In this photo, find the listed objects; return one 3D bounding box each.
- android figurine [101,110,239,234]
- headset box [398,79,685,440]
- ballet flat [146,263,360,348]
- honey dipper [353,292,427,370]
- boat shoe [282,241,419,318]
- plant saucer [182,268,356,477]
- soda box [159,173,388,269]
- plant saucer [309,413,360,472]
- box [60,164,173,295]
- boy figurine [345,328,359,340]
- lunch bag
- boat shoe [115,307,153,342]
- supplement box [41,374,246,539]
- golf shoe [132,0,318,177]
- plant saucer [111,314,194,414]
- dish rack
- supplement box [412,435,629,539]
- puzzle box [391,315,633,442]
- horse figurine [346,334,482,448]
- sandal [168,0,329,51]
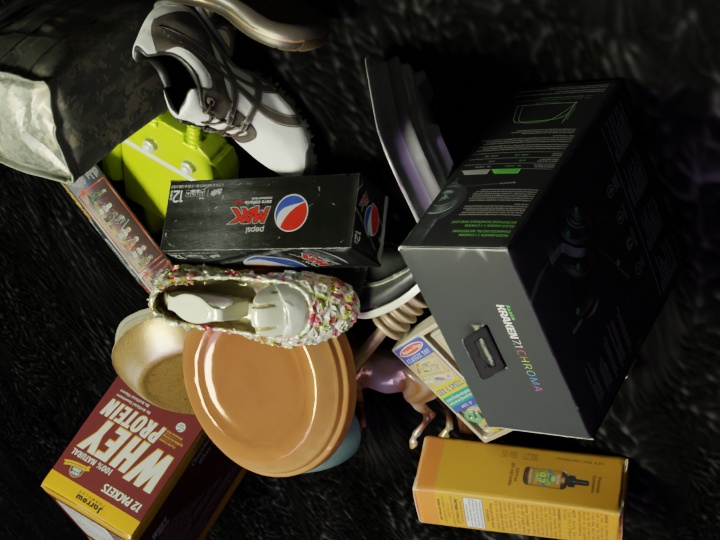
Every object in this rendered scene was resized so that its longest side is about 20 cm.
[{"bbox_3d":[-0.179,-0.091,1.225,0.181,0.041,0.201,31,147,12],"label":"android figurine"},{"bbox_3d":[0.134,-0.005,0.882,0.092,0.201,0.175,2,133,40],"label":"headset box"},{"bbox_3d":[-0.100,0.035,1.103,0.197,0.064,0.077,2,102,19],"label":"ballet flat"},{"bbox_3d":[-0.008,0.093,1.176,0.038,0.038,0.201,38,109,-1],"label":"honey dipper"},{"bbox_3d":[0.000,0.000,1.132,0.199,0.072,0.068,-11,124,52],"label":"boat shoe"},{"bbox_3d":[-0.095,0.100,1.176,0.198,0.037,0.203,7,104,31],"label":"plant saucer"},{"bbox_3d":[-0.078,-0.041,1.105,0.198,0.072,0.063,0,165,28],"label":"soda box"},{"bbox_3d":[-0.096,0.148,1.272,0.198,0.036,0.201,18,141,15],"label":"plant saucer"},{"bbox_3d":[-0.267,-0.067,1.287,0.201,0.040,0.137,56,169,-23],"label":"box"},{"bbox_3d":[-0.055,0.084,1.278,0.123,0.065,0.201,-5,138,9],"label":"boy figurine"},{"bbox_3d":[-0.284,-0.178,1.101,0.198,0.164,0.119,15,131,28],"label":"lunch bag"},{"bbox_3d":[-0.195,0.065,1.404,0.199,0.073,0.059,-20,157,39],"label":"boat shoe"},{"bbox_3d":[-0.250,0.243,1.512,0.132,0.198,0.201,25,156,19],"label":"supplement box"},{"bbox_3d":[-0.119,-0.140,1.063,0.077,0.095,0.200,-16,121,49],"label":"golf shoe"},{"bbox_3d":[-0.169,0.107,1.347,0.197,0.036,0.201,-5,146,-3],"label":"plant saucer"},{"bbox_3d":[0.064,-0.061,0.949,0.043,0.172,0.201,-22,122,11],"label":"dish rack"},{"bbox_3d":[0.154,0.210,1.187,0.197,0.067,0.069,3,137,17],"label":"supplement box"},{"bbox_3d":[0.132,0.075,1.114,0.133,0.025,0.200,45,139,-8],"label":"puzzle box"},{"bbox_3d":[0.031,0.116,1.230,0.197,0.050,0.134,12,129,11],"label":"horse figurine"},{"bbox_3d":[-0.109,-0.233,0.962,0.199,0.082,0.055,31,129,15],"label":"sandal"}]
